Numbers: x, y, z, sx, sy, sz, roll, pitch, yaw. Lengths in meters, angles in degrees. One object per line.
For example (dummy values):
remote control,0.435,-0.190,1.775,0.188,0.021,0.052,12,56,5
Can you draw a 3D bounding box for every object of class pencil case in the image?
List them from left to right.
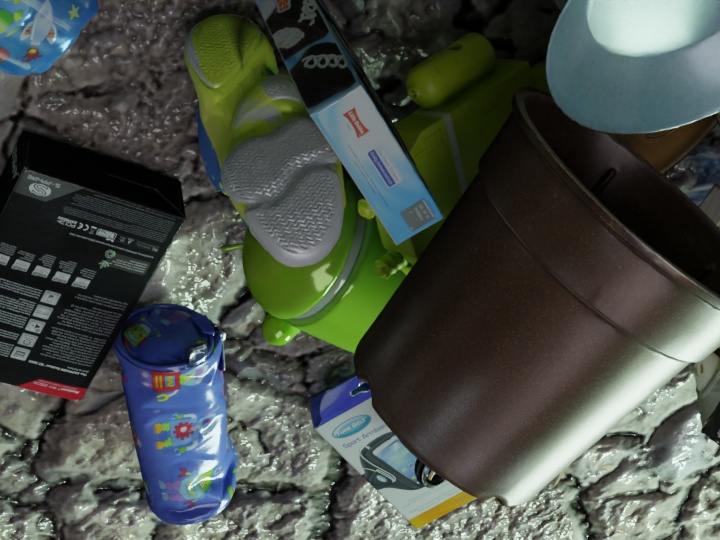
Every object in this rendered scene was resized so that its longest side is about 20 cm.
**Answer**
pencil case,-0.142,0.114,1.181,0.087,0.078,0.200,-13,133,-12

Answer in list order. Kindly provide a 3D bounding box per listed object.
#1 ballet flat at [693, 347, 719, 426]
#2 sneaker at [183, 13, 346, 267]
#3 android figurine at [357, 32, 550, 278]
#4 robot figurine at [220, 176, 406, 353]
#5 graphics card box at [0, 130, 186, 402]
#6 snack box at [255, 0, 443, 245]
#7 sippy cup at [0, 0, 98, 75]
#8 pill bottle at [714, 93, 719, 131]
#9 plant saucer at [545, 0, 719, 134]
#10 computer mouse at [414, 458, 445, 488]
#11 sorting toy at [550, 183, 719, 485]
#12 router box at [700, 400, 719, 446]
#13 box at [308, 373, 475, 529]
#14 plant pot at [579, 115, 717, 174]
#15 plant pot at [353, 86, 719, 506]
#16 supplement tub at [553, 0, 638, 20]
ballet flat,0.317,0.052,1.253,0.064,0.067,0.200,24,126,3
sneaker,-0.061,-0.070,0.968,0.076,0.200,0.105,-14,150,-11
android figurine,0.076,-0.065,1.019,0.200,0.041,0.182,-36,123,-31
robot figurine,0.000,0.000,1.086,0.200,0.116,0.175,25,130,-30
graphics card box,-0.225,0.002,1.080,0.125,0.051,0.200,17,126,-25
snack box,-0.016,-0.118,0.921,0.037,0.200,0.116,-31,131,5
sippy cup,-0.228,-0.185,0.871,0.177,0.140,0.130,-15,149,34
pill bottle,0.314,-0.076,1.021,0.111,0.111,0.200,-23,135,8
plant saucer,0.196,-0.163,0.873,0.200,0.039,0.201,-16,146,-11
computer mouse,0.091,0.093,1.205,0.058,0.034,0.201,4,112,-34
sorting toy,0.183,0.040,1.112,0.200,0.070,0.199,-52,166,-18
router box,0.370,0.059,1.186,0.200,0.062,0.150,-26,148,-48
box,0.046,0.136,1.271,0.119,0.042,0.200,-30,128,13
plant pot,0.211,-0.121,1.025,0.200,0.027,0.200,-31,150,-20
plant pot,0.111,0.026,0.915,0.200,0.200,0.198,28,114,-32
supplement tub,0.190,-0.247,0.903,0.200,0.132,0.132,-32,130,15
